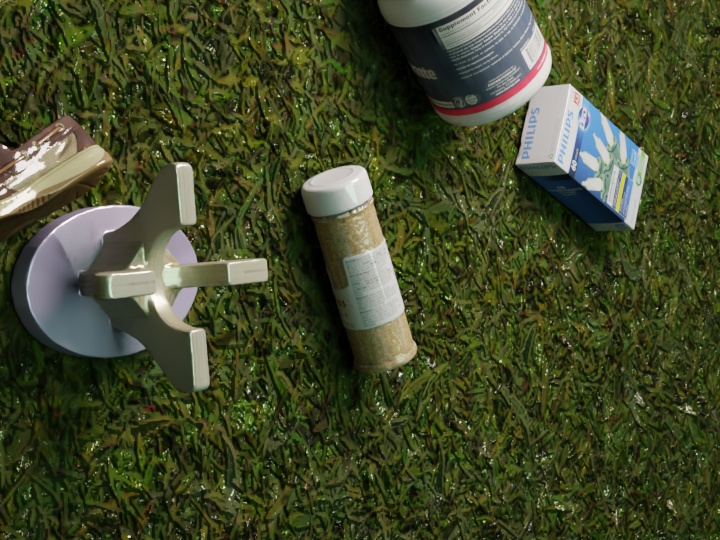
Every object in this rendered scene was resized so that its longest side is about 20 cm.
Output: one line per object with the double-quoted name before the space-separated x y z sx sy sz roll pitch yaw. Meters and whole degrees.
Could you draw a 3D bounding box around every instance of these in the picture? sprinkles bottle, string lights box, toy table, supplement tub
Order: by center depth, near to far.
"toy table" -0.177 0.006 1.385 0.199 0.116 0.186 -25 108 -49
"sprinkles bottle" 0.000 0.000 1.651 0.068 0.068 0.202 -37 117 -46
"supplement tub" 0.103 -0.265 1.737 0.201 0.139 0.141 58 47 -33
"string lights box" 0.268 -0.133 2.011 0.200 0.059 0.104 32 65 -47

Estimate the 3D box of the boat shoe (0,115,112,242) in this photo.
"boat shoe" -0.287 -0.066 1.298 0.199 0.072 0.072 -34 84 -36
